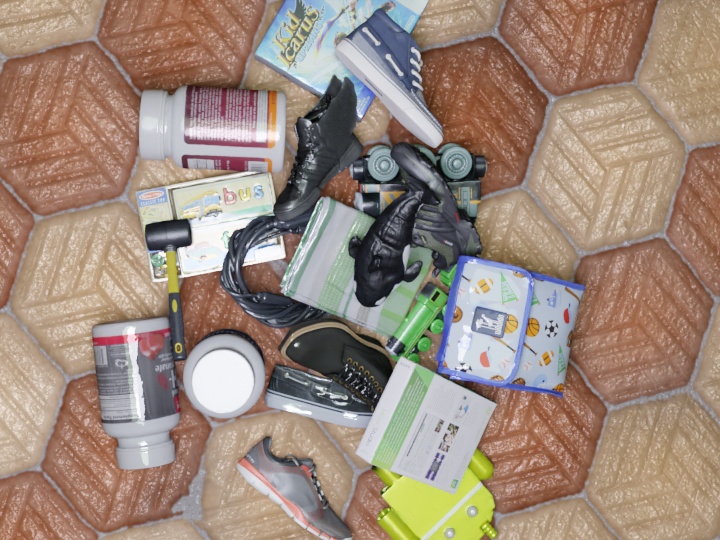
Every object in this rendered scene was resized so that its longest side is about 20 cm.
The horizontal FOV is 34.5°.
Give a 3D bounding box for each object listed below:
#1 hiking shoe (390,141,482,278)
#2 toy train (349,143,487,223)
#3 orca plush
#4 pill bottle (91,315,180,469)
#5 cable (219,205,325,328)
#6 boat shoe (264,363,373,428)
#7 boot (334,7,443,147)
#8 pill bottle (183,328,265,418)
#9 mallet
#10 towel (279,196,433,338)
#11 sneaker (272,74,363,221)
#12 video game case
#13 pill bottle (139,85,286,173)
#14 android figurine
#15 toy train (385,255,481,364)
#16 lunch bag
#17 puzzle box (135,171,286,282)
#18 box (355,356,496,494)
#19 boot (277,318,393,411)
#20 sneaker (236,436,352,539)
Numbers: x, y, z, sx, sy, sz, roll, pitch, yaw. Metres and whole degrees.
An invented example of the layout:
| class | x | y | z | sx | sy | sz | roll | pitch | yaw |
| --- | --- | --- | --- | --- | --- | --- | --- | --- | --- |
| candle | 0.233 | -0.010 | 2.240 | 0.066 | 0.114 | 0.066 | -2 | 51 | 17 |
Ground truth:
| class | x | y | z | sx | sy | sz | roll | pitch | yaw |
| --- | --- | --- | --- | --- | --- | --- | --- | --- | --- |
| hiking shoe | 0.085 | -0.080 | 1.594 | 0.100 | 0.076 | 0.201 | -33 | 111 | 7 |
| toy train | 0.083 | -0.121 | 1.657 | 0.197 | 0.085 | 0.116 | -2 | 100 | -4 |
| orca plush | 0.042 | -0.022 | 1.559 | 0.105 | 0.071 | 0.200 | 38 | 118 | -8 |
| pill bottle | -0.308 | 0.169 | 1.611 | 0.109 | 0.111 | 0.203 | -6 | 91 | -4 |
| cable | -0.104 | 0.000 | 1.639 | 0.198 | 0.051 | 0.165 | -19 | 110 | -21 |
| boat shoe | -0.037 | 0.177 | 1.651 | 0.197 | 0.072 | 0.072 | 11 | 94 | -3 |
| boot | 0.063 | -0.269 | 1.607 | 0.090 | 0.073 | 0.200 | -44 | 88 | -6 |
| pill bottle | -0.184 | 0.140 | 1.575 | 0.109 | 0.200 | 0.113 | 0 | 91 | -5 |
| mallet | -0.267 | 0.025 | 1.596 | 0.065 | 0.041 | 0.203 | 0 | 72 | -2 |
| towel | 0.000 | 0.000 | 1.638 | 0.199 | 0.031 | 0.150 | 24 | 93 | -26 |
| sneaker | -0.068 | -0.169 | 1.604 | 0.200 | 0.060 | 0.105 | -45 | 122 | -19 |
| video game case | -0.027 | -0.346 | 1.661 | 0.180 | 0.045 | 0.201 | 30 | 89 | -3 |
| pill bottle | -0.203 | -0.197 | 1.614 | 0.197 | 0.114 | 0.116 | 3 | 90 | -5 |
| android figurine | 0.113 | 0.329 | 1.682 | 0.182 | 0.041 | 0.200 | -41 | 92 | -3 |
| toy train | 0.105 | 0.052 | 1.670 | 0.056 | 0.042 | 0.201 | 38 | 87 | -32 |
| lunch bag | 0.202 | 0.078 | 1.613 | 0.198 | 0.123 | 0.172 | 14 | 86 | -32 |
| puzzle box | -0.213 | -0.066 | 1.658 | 0.197 | 0.025 | 0.135 | -11 | 91 | -4 |
| box | 0.093 | 0.215 | 1.586 | 0.199 | 0.036 | 0.146 | 29 | 85 | -46 |
| boot | -0.007 | 0.143 | 1.574 | 0.199 | 0.139 | 0.078 | 12 | 122 | -44 |
| sneaker | -0.080 | 0.312 | 1.651 | 0.199 | 0.077 | 0.082 | 39 | 81 | -5 |
